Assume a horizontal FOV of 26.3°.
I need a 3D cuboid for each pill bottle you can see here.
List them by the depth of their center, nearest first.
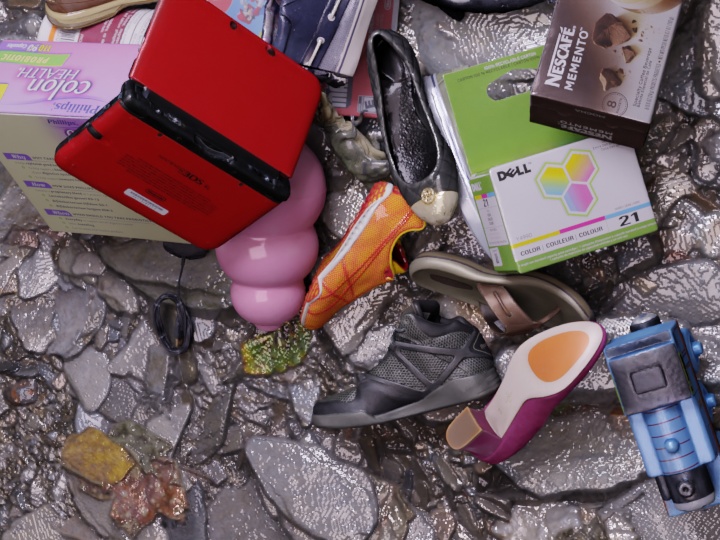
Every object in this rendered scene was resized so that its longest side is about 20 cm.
[{"bbox_3d":[-0.224,-0.215,1.595,0.199,0.114,0.115,11,101,17],"label":"pill bottle"}]

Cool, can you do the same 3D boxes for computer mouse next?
[{"bbox_3d":[-0.189,-0.006,1.661,0.058,0.034,0.201,11,107,-1],"label":"computer mouse"}]

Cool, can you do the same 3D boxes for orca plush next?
[{"bbox_3d":[0.106,-0.281,1.516,0.199,0.071,0.106,7,55,8],"label":"orca plush"}]

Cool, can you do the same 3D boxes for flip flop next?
[{"bbox_3d":[0.136,0.033,1.519,0.199,0.081,0.058,17,61,18],"label":"flip flop"}]

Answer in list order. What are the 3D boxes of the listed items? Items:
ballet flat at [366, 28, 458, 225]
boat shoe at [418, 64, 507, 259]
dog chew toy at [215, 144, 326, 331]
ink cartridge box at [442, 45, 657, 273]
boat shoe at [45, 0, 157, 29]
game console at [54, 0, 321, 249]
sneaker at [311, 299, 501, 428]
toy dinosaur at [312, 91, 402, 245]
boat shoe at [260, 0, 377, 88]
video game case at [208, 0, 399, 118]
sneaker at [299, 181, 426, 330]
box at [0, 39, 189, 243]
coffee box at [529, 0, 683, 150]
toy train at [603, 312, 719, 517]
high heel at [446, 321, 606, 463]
[{"bbox_3d":[0.043,-0.137,1.484,0.066,0.057,0.201,-22,80,20],"label":"ballet flat"},{"bbox_3d":[0.116,-0.107,1.519,0.062,0.072,0.201,-24,88,16],"label":"boat shoe"},{"bbox_3d":[-0.096,-0.036,1.579,0.124,0.125,0.201,6,108,18],"label":"dog chew toy"},{"bbox_3d":[0.177,-0.112,1.462,0.147,0.076,0.201,-18,93,-11],"label":"ink cartridge box"},{"bbox_3d":[-0.231,-0.312,1.561,0.199,0.068,0.072,-26,49,-15],"label":"boat shoe"},{"bbox_3d":[-0.159,-0.138,1.441,0.172,0.200,0.119,-33,43,31],"label":"game console"},{"bbox_3d":[0.035,0.096,1.574,0.199,0.076,0.115,-18,90,17],"label":"sneaker"},{"bbox_3d":[0.022,-0.112,1.551,0.088,0.048,0.200,-27,110,13],"label":"toy dinosaur"},{"bbox_3d":[-0.032,-0.281,1.477,0.092,0.075,0.201,11,99,-27],"label":"boat shoe"},{"bbox_3d":[-0.061,-0.229,1.530,0.199,0.017,0.144,2,101,-17],"label":"video game case"},{"bbox_3d":[0.000,0.000,1.558,0.077,0.073,0.200,33,128,-7],"label":"sneaker"},{"bbox_3d":[-0.264,-0.129,1.547,0.175,0.200,0.097,5,58,24],"label":"box"},{"bbox_3d":[0.234,-0.226,1.414,0.113,0.080,0.201,16,80,9],"label":"coffee box"},{"bbox_3d":[0.296,0.140,1.468,0.086,0.114,0.201,-18,91,21],"label":"toy train"},{"bbox_3d":[0.180,0.123,1.513,0.200,0.096,0.067,-47,53,21],"label":"high heel"}]
